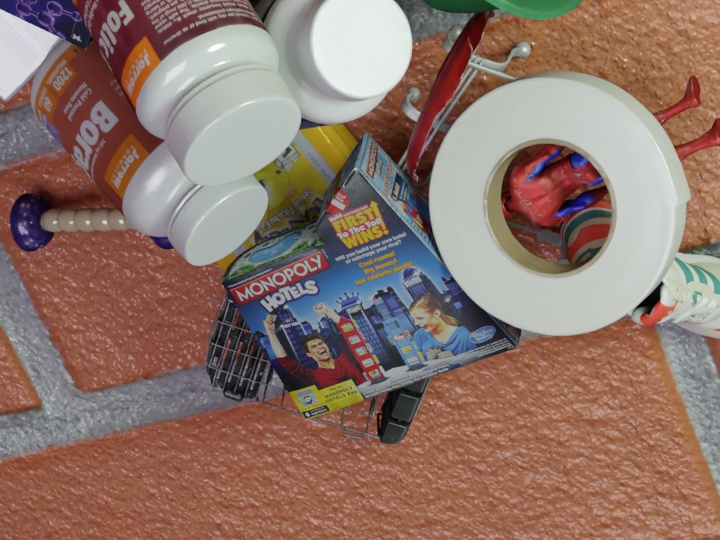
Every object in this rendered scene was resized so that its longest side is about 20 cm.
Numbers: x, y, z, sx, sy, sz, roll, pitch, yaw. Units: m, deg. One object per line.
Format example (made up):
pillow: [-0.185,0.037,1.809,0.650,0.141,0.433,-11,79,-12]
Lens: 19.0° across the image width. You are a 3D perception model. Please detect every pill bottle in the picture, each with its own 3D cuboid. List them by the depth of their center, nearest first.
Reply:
pill bottle: [-0.130,-0.167,1.566,0.114,0.114,0.201,-49,59,33]
pill bottle: [-0.036,-0.165,1.646,0.111,0.111,0.200,49,164,-16]
pill bottle: [-0.167,-0.101,1.733,0.200,0.112,0.113,46,127,23]

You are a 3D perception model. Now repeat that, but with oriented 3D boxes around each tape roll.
tape roll: [0.150,-0.051,1.647,0.201,0.037,0.205,6,105,23]

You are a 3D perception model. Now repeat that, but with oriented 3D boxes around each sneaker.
sneaker: [0.247,0.022,1.730,0.199,0.094,0.070,28,122,-21]

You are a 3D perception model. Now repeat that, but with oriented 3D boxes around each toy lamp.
toy lamp: [-0.209,-0.044,1.835,0.198,0.058,0.059,-3,120,31]

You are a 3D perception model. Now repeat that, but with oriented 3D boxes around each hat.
hat: [0.064,-0.221,1.619,0.165,0.201,0.176,39,143,-13]

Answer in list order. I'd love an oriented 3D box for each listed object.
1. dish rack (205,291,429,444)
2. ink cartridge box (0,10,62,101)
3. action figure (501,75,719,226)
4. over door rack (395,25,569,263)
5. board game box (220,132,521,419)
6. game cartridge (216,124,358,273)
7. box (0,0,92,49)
dish rack: [-0.031,0.069,1.855,0.198,0.055,0.154,16,129,-5]
ink cartridge box: [-0.279,-0.263,1.766,0.200,0.047,0.160,-42,103,14]
action figure: [0.185,-0.085,1.675,0.199,0.052,0.066,-25,118,25]
over door rack: [0.121,-0.102,1.734,0.199,0.067,0.148,24,125,-16]
board game box: [0.000,0.000,1.731,0.199,0.062,0.201,-19,117,20]
game cartridge: [-0.060,-0.050,1.830,0.176,0.033,0.200,-30,107,29]
box: [-0.236,-0.288,1.643,0.140,0.079,0.201,23,134,-1]
